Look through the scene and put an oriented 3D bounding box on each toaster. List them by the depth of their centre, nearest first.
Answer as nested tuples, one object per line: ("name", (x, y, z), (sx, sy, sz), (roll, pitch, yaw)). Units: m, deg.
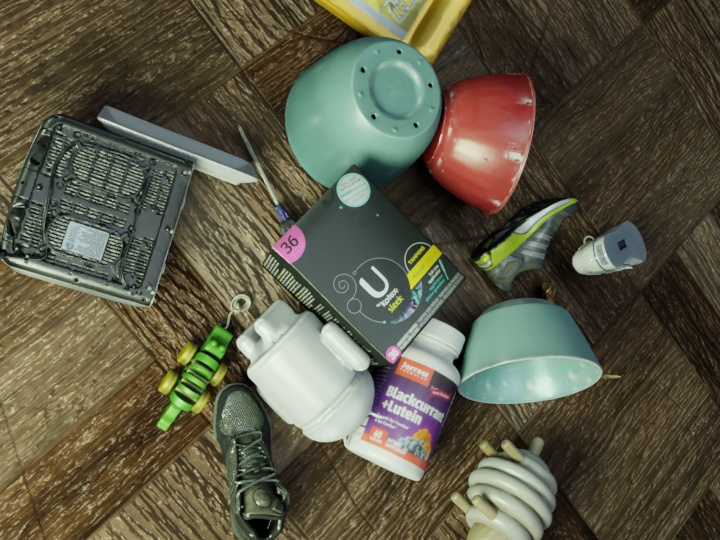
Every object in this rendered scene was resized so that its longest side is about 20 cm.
("toaster", (-0.312, -0.064, 0.855), (0.198, 0.118, 0.183), (18, 77, -20))

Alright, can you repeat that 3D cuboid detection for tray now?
("tray", (-0.226, -0.151, 0.916), (0.198, 0.107, 0.022), (20, 102, -20))

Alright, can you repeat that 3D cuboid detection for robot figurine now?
("robot figurine", (-0.061, 0.132, 0.926), (0.200, 0.169, 0.113), (47, 36, -5))

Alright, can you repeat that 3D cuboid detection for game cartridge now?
("game cartridge", (0.059, -0.409, 1.058), (0.199, 0.032, 0.177), (29, 98, -17))

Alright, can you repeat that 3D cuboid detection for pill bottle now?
("pill bottle", (0.068, 0.167, 0.993), (0.111, 0.111, 0.201), (29, 74, -17))

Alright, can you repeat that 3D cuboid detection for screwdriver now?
("screwdriver", (-0.122, -0.101, 0.991), (0.029, 0.028, 0.201), (-30, 95, 7))

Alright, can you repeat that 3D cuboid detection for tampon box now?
("tampon box", (0.000, 0.000, 0.932), (0.200, 0.126, 0.150), (44, 73, -4))

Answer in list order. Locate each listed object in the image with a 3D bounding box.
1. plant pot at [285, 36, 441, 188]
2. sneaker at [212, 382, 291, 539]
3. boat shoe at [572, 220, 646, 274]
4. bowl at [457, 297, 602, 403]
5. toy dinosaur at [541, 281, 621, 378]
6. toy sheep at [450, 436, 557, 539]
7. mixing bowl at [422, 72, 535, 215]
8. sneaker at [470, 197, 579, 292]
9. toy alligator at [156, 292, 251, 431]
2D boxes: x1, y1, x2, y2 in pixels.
("plant pot", (0.016, -0.218, 0.987), (0.199, 0.161, 0.203), (3, 83, -22))
("sneaker", (-0.130, 0.238, 0.904), (0.076, 0.114, 0.202), (-5, 84, -24))
("boat shoe", (0.386, -0.024, 1.170), (0.201, 0.086, 0.075), (-18, 87, -52))
("bowl", (0.231, 0.109, 1.040), (0.199, 0.201, 0.106), (9, 62, -21))
("toy dinosaur", (0.312, 0.109, 1.101), (0.060, 0.106, 0.201), (-28, 54, 4))
("toy sheep", (0.209, 0.313, 1.030), (0.138, 0.138, 0.200), (45, 64, -12))
("mixing bowl", (0.151, -0.187, 1.030), (0.107, 0.200, 0.202), (11, 80, -10))
("sneaker", (0.260, -0.045, 1.126), (0.199, 0.074, 0.081), (-35, 105, -14))
("toy alligator", (-0.191, 0.110, 0.922), (0.059, 0.054, 0.201), (36, 72, -16))
